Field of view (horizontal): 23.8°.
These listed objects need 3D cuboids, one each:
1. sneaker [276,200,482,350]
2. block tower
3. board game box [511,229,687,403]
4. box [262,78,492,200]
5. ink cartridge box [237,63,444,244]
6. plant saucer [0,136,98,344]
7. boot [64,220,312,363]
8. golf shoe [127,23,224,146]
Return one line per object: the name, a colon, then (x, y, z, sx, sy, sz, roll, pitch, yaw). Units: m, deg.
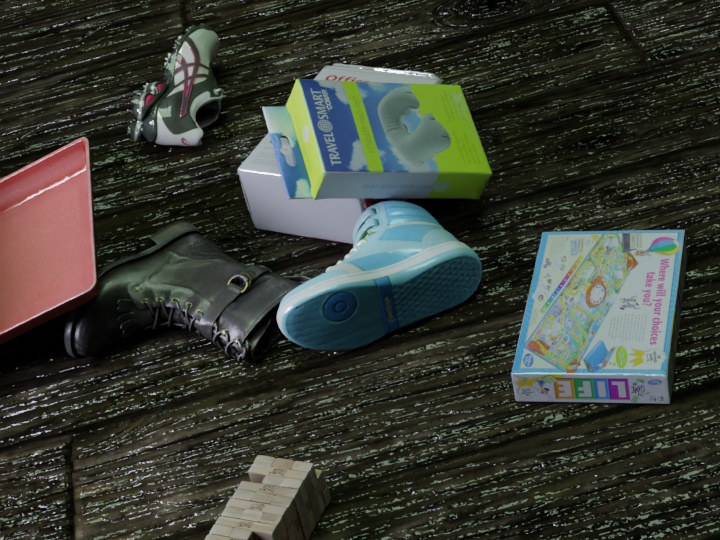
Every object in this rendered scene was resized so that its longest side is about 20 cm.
sneaker: (0.000, 0.000, 1.603, 0.200, 0.080, 0.131, -15, 38, -18)
block tower: (-0.092, 0.230, 1.351, 0.058, 0.054, 0.200, 5, 40, 24)
board game box: (0.216, 0.038, 1.519, 0.134, 0.034, 0.200, 0, 39, 17)
box: (0.016, -0.126, 1.649, 0.200, 0.048, 0.122, -1, 53, -23)
ink cartridge box: (-0.012, -0.123, 1.757, 0.145, 0.085, 0.200, 10, 45, 27)
plant saucer: (-0.333, -0.011, 1.652, 0.199, 0.037, 0.200, -25, 48, 16)
boot: (-0.162, 0.040, 1.613, 0.174, 0.069, 0.200, 30, 62, 33)
golf shoe: (-0.192, -0.204, 1.946, 0.088, 0.077, 0.200, 18, 46, 7)
